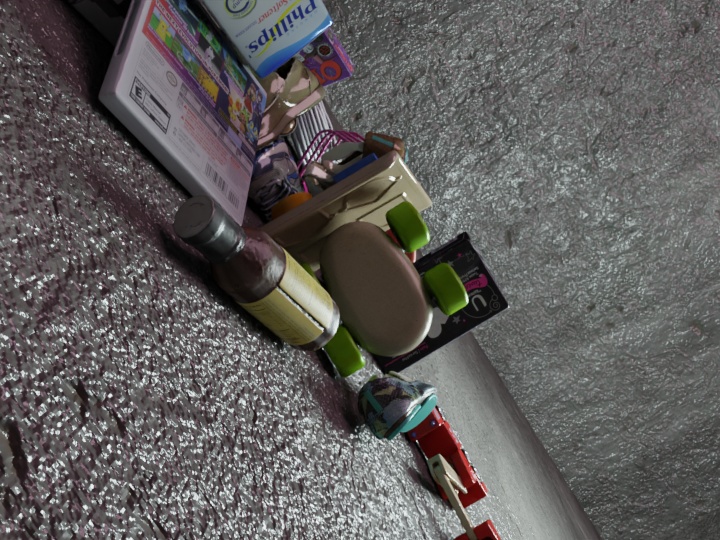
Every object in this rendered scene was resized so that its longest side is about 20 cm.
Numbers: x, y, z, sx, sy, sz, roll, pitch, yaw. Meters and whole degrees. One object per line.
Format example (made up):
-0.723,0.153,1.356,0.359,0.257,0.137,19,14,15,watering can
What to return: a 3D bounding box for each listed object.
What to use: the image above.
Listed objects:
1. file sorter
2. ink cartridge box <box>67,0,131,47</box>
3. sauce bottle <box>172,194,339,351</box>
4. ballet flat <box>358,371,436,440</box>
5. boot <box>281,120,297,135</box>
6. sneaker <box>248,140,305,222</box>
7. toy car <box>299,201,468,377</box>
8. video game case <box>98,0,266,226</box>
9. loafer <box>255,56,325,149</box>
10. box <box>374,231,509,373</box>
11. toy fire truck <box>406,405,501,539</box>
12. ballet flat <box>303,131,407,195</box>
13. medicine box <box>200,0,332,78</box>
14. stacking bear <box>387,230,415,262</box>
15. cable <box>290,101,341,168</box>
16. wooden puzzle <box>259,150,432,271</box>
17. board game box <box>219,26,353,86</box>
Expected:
-0.014,-0.131,1.201,0.139,0.126,0.200,37,13,4,file sorter
-0.261,-0.319,0.774,0.146,0.083,0.200,64,10,31,ink cartridge box
-0.087,0.004,0.694,0.200,0.064,0.065,51,11,-50,sauce bottle
0.041,0.143,0.895,0.075,0.074,0.200,60,5,13,ballet flat
-0.163,-0.254,1.155,0.186,0.064,0.200,41,8,-17,boot
-0.100,-0.100,0.970,0.086,0.077,0.200,62,9,3,sneaker
0.017,0.031,0.950,0.158,0.164,0.200,59,-4,8,toy car
-0.159,-0.167,0.764,0.200,0.023,0.183,51,37,-49,video game case
-0.119,-0.190,0.936,0.068,0.076,0.200,59,42,-19,loafer
0.099,0.047,1.156,0.115,0.199,0.132,58,9,-4,box
0.111,0.258,0.990,0.201,0.049,0.141,60,9,9,toy fire truck
-0.025,-0.118,0.991,0.072,0.200,0.068,27,59,-25,ballet flat
-0.143,-0.332,0.809,0.183,0.103,0.200,55,3,33,medicine box
0.041,-0.035,1.460,0.114,0.121,0.200,55,1,-3,stacking bear
-0.095,-0.257,1.449,0.200,0.069,0.201,-179,-110,-85,cable
-0.021,-0.069,0.917,0.047,0.184,0.200,64,10,16,wooden puzzle
-0.123,-0.263,1.004,0.120,0.199,0.032,47,36,-44,board game box
